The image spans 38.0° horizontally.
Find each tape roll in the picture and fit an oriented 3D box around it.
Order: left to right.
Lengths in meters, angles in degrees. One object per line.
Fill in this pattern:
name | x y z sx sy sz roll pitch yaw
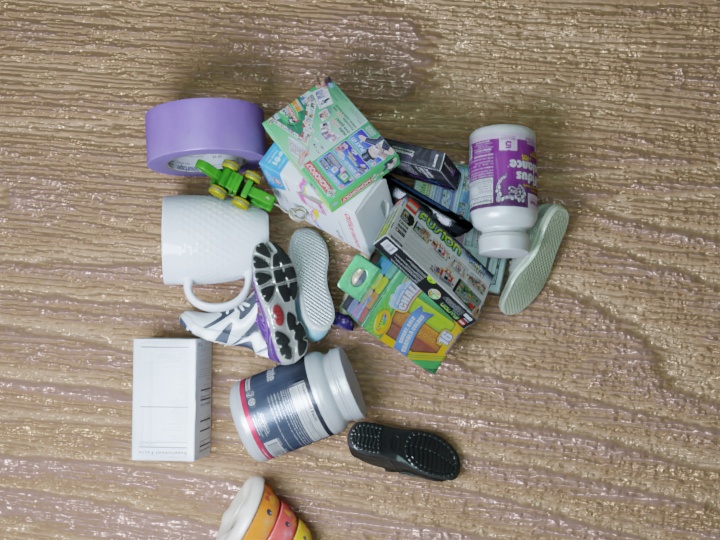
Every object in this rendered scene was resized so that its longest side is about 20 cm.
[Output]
tape roll | -0.256 -0.217 1.731 0.197 0.200 0.086 -4 84 6

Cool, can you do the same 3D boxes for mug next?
mug | -0.240 -0.027 1.741 0.173 0.148 0.202 0 67 -7

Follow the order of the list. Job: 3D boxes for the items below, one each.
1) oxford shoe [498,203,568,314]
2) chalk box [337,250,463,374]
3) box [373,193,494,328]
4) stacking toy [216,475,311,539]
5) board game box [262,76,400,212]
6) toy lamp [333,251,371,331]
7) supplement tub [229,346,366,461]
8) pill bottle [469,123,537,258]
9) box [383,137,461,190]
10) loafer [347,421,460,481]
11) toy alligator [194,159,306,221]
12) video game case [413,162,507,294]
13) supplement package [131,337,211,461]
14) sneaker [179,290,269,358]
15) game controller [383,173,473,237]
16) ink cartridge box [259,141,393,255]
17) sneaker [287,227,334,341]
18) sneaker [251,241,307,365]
oxford shoe | 0.281 -0.021 1.737 0.058 0.075 0.202 32 102 48
chalk box | 0.059 0.052 1.685 0.199 0.124 0.125 33 92 -22
box | 0.117 -0.015 1.631 0.200 0.110 0.035 43 134 -13
stacking toy | -0.130 0.449 1.747 0.199 0.146 0.147 31 91 -12
board game box | -0.047 -0.200 1.637 0.134 0.029 0.200 -36 61 -5
toy lamp | 0.000 0.000 1.766 0.058 0.058 0.202 19 91 7
supplement tub | -0.103 0.219 1.727 0.198 0.140 0.142 -22 85 5
pill bottle | 0.231 -0.125 1.689 0.111 0.112 0.203 -1 81 7
box | 0.058 -0.184 1.707 0.198 0.143 0.036 18 88 17
loafer | 0.070 0.304 1.747 0.198 0.072 0.074 20 59 -4
toy alligator | -0.181 -0.126 1.714 0.198 0.054 0.060 27 78 -8
video game case | 0.168 -0.077 1.767 0.180 0.022 0.202 12 90 7
supplement package | -0.318 0.215 1.767 0.112 0.110 0.203 1 87 6
sneaker | -0.199 0.066 1.776 0.197 0.079 0.131 16 88 7
game controller | 0.094 -0.116 1.712 0.199 0.104 0.042 32 109 12
ink cartridge box | -0.050 -0.128 1.701 0.199 0.145 0.085 28 72 24
sneaker | -0.092 0.027 1.764 0.073 0.082 0.202 4 58 -17
sneaker | -0.149 0.055 1.698 0.080 0.083 0.203 -10 90 -39
